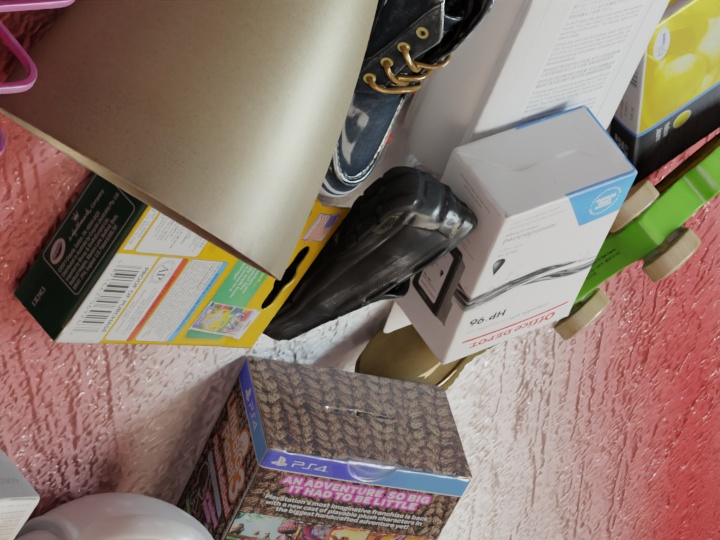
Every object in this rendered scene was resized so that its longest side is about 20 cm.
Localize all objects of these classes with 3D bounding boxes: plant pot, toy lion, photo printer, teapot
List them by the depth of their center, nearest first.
[{"bbox_3d":[-0.071,-0.126,1.437,0.200,0.187,0.187,-58,153,-2],"label":"plant pot"},{"bbox_3d":[0.127,-0.163,1.744,0.166,0.069,0.200,-18,144,-39],"label":"photo printer"},{"bbox_3d":[-0.192,0.232,1.775,0.146,0.197,0.200,23,93,-37],"label":"teapot"},{"bbox_3d":[0.235,-0.050,2.015,0.192,0.069,0.200,-42,-178,-37],"label":"toy lion"}]

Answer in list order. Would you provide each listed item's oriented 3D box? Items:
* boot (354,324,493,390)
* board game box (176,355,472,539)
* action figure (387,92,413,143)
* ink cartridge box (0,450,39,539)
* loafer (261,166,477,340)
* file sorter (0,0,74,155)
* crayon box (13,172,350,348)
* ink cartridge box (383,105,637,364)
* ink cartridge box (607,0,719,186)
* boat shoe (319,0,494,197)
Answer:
[{"bbox_3d":[0.070,-0.009,1.903,0.175,0.066,0.200,-36,151,-29],"label":"boot"},{"bbox_3d":[-0.037,0.176,1.907,0.159,0.097,0.200,11,127,-23],"label":"board game box"},{"bbox_3d":[-0.048,-0.122,1.592,0.200,0.052,0.065,12,115,-53],"label":"action figure"},{"bbox_3d":[-0.305,0.207,1.709,0.109,0.050,0.200,2,130,-55],"label":"ink cartridge box"},{"bbox_3d":[0.000,0.000,1.743,0.070,0.068,0.201,28,140,-22],"label":"loafer"},{"bbox_3d":[-0.228,-0.124,1.259,0.139,0.125,0.200,-10,138,-47],"label":"file sorter"},{"bbox_3d":[-0.110,-0.014,1.656,0.200,0.052,0.126,5,126,-55],"label":"crayon box"},{"bbox_3d":[0.098,-0.010,1.786,0.116,0.068,0.200,-20,150,-29],"label":"ink cartridge box"},{"bbox_3d":[0.269,-0.177,1.948,0.200,0.047,0.198,-33,151,-16],"label":"ink cartridge box"},{"bbox_3d":[0.020,-0.130,1.552,0.071,0.091,0.200,-6,113,-47],"label":"boat shoe"}]
